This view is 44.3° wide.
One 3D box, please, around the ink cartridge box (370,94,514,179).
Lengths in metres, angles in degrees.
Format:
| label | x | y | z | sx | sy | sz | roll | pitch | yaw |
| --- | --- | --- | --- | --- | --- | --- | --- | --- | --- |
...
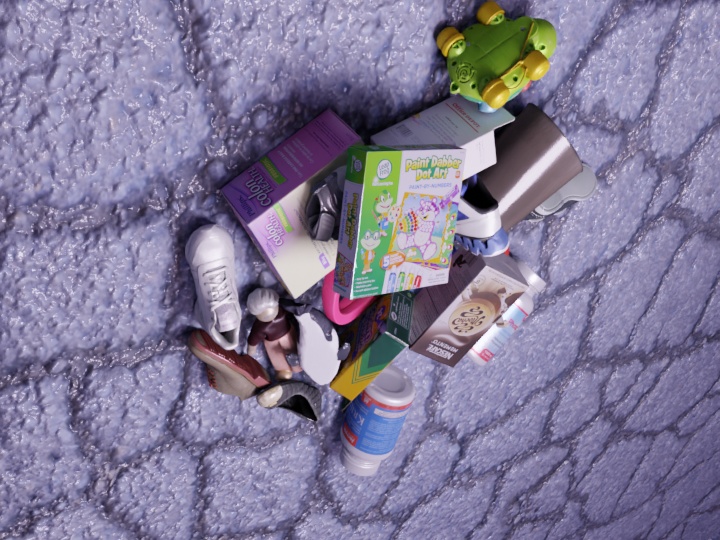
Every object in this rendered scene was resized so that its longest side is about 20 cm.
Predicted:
| label | x | y | z | sx | sy | sz | roll | pitch | yaw |
| --- | --- | --- | --- | --- | --- | --- | --- | --- | --- |
| ink cartridge box | 0.127 | -0.191 | 1.344 | 0.197 | 0.118 | 0.068 | -27 | 137 | -12 |

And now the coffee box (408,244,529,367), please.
| label | x | y | z | sx | sy | sz | roll | pitch | yaw |
| --- | --- | --- | --- | --- | --- | --- | --- | --- | --- |
| coffee box | 0.169 | 0.055 | 1.477 | 0.112 | 0.081 | 0.201 | 22 | 120 | -35 |

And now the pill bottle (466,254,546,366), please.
| label | x | y | z | sx | sy | sz | roll | pitch | yaw |
| --- | --- | --- | --- | --- | --- | --- | --- | --- | --- |
| pill bottle | 0.258 | 0.074 | 1.685 | 0.201 | 0.109 | 0.108 | -49 | 139 | 7 |

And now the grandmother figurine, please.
| label | x | y | z | sx | sy | sz | roll | pitch | yaw |
| --- | --- | --- | --- | --- | --- | --- | --- | --- | --- |
| grandmother figurine | -0.132 | 0.096 | 1.427 | 0.121 | 0.060 | 0.202 | -41 | 143 | -16 |

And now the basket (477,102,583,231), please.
| label | x | y | z | sx | sy | sz | roll | pitch | yaw |
| --- | --- | --- | --- | --- | --- | --- | --- | --- | --- |
| basket | 0.252 | -0.153 | 1.477 | 0.200 | 0.137 | 0.180 | -42 | 154 | 5 |

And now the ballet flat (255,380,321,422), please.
| label | x | y | z | sx | sy | sz | roll | pitch | yaw |
| --- | --- | --- | --- | --- | --- | --- | --- | --- | --- |
| ballet flat | -0.114 | 0.224 | 1.509 | 0.065 | 0.058 | 0.199 | -25 | 160 | 18 |

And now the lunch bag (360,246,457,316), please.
| label | x | y | z | sx | sy | sz | roll | pitch | yaw |
| --- | --- | --- | --- | --- | --- | --- | --- | --- | --- |
| lunch bag | 0.093 | 0.048 | 1.557 | 0.197 | 0.095 | 0.152 | -24 | 139 | -7 |

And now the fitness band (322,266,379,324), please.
| label | x | y | z | sx | sy | sz | roll | pitch | yaw |
| --- | --- | --- | --- | --- | --- | --- | --- | --- | --- |
| fitness band | 0.000 | 0.000 | 1.413 | 0.200 | 0.037 | 0.146 | -40 | 147 | -46 |

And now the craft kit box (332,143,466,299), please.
| label | x | y | z | sx | sy | sz | roll | pitch | yaw |
| --- | --- | --- | --- | --- | --- | --- | --- | --- | --- |
| craft kit box | 0.056 | -0.072 | 1.221 | 0.197 | 0.048 | 0.202 | -9 | 110 | -42 |

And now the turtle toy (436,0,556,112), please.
| label | x | y | z | sx | sy | sz | roll | pitch | yaw |
| --- | --- | --- | --- | --- | --- | --- | --- | --- | --- |
| turtle toy | 0.211 | -0.315 | 1.315 | 0.198 | 0.147 | 0.101 | -34 | 161 | -9 |

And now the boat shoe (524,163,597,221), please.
| label | x | y | z | sx | sy | sz | roll | pitch | yaw |
| --- | --- | --- | --- | --- | --- | --- | --- | --- | --- |
| boat shoe | 0.361 | -0.144 | 1.627 | 0.198 | 0.077 | 0.060 | -20 | 173 | -38 |

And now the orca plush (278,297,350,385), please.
| label | x | y | z | sx | sy | sz | roll | pitch | yaw |
| --- | --- | --- | --- | --- | --- | --- | --- | --- | --- |
| orca plush | -0.082 | 0.098 | 1.421 | 0.103 | 0.072 | 0.201 | -24 | 136 | 11 |

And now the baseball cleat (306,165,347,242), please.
| label | x | y | z | sx | sy | sz | roll | pitch | yaw |
| --- | --- | --- | --- | --- | --- | --- | --- | --- | --- |
| baseball cleat | -0.017 | -0.056 | 1.248 | 0.105 | 0.070 | 0.202 | -31 | 128 | -5 |

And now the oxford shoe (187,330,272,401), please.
| label | x | y | z | sx | sy | sz | roll | pitch | yaw |
| --- | --- | --- | --- | --- | --- | --- | --- | --- | --- |
| oxford shoe | -0.218 | 0.161 | 1.402 | 0.074 | 0.071 | 0.200 | -40 | 139 | 5 |

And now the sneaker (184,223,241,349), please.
| label | x | y | z | sx | sy | sz | roll | pitch | yaw |
| --- | --- | --- | --- | --- | --- | --- | --- | --- | --- |
| sneaker | -0.201 | 0.025 | 1.279 | 0.074 | 0.100 | 0.203 | -19 | 133 | -22 |

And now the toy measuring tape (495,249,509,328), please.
| label | x | y | z | sx | sy | sz | roll | pitch | yaw |
| --- | --- | --- | --- | --- | --- | --- | --- | --- | --- |
| toy measuring tape | 0.246 | 0.000 | 1.611 | 0.072 | 0.073 | 0.204 | -24 | 104 | -20 |

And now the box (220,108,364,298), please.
| label | x | y | z | sx | sy | sz | roll | pitch | yaw |
| --- | --- | --- | --- | --- | --- | --- | --- | --- | --- |
| box | -0.072 | -0.095 | 1.286 | 0.199 | 0.097 | 0.177 | -38 | 139 | -8 |

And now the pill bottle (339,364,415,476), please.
| label | x | y | z | sx | sy | sz | roll | pitch | yaw |
| --- | --- | --- | --- | --- | --- | --- | --- | --- | --- |
| pill bottle | 0.024 | 0.286 | 1.670 | 0.110 | 0.112 | 0.203 | -4 | 125 | -36 |

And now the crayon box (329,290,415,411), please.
| label | x | y | z | sx | sy | sz | roll | pitch | yaw |
| --- | --- | --- | --- | --- | --- | --- | --- | --- | --- |
| crayon box | 0.011 | 0.128 | 1.486 | 0.051 | 0.127 | 0.200 | 30 | 127 | -15 |

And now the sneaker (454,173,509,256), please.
| label | x | y | z | sx | sy | sz | roll | pitch | yaw |
| --- | --- | --- | --- | --- | --- | --- | --- | --- | --- |
| sneaker | 0.145 | -0.106 | 1.390 | 0.080 | 0.196 | 0.117 | -40 | 134 | -39 |
